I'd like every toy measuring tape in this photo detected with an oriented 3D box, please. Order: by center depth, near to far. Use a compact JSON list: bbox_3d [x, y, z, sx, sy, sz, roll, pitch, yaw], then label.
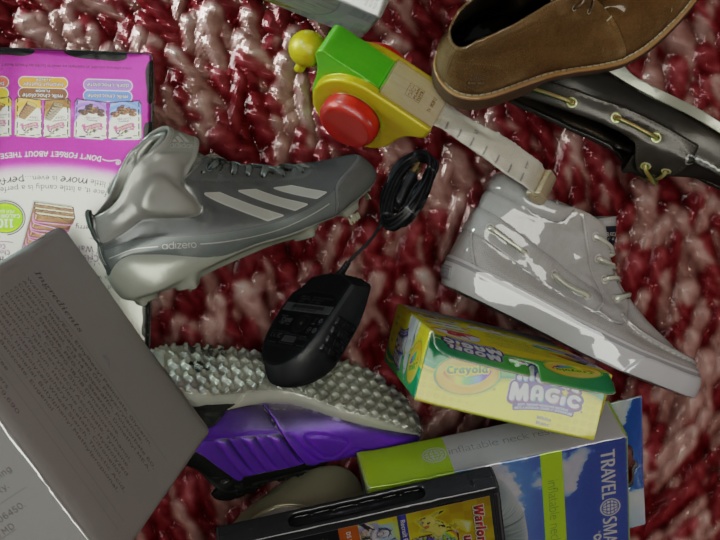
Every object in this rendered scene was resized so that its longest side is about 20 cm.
[{"bbox_3d":[0.035,-0.097,0.978,0.200,0.074,0.074,33,89,-5],"label":"toy measuring tape"}]

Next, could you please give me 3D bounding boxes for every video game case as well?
[{"bbox_3d":[0.011,0.229,0.965,0.180,0.026,0.200,-12,124,-4],"label":"video game case"}]

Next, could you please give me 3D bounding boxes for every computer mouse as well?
[{"bbox_3d":[0.000,0.000,0.973,0.034,0.059,0.200,48,66,-31],"label":"computer mouse"}]

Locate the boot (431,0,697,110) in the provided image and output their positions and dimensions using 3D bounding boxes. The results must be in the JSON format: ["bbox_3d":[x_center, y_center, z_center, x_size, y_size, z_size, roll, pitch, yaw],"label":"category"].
[{"bbox_3d":[0.141,-0.170,0.933,0.200,0.075,0.074,-26,70,-10],"label":"boot"}]

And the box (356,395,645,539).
[{"bbox_3d":[0.104,0.162,0.987,0.200,0.048,0.122,-11,121,-5],"label":"box"}]

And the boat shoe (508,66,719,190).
[{"bbox_3d":[0.192,-0.095,0.995,0.201,0.072,0.061,32,86,2],"label":"boat shoe"}]

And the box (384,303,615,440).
[{"bbox_3d":[0.085,0.063,0.926,0.117,0.200,0.048,13,91,-5],"label":"box"}]

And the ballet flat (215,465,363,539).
[{"bbox_3d":[-0.079,0.207,0.984,0.200,0.069,0.070,-37,95,-3],"label":"ballet flat"}]

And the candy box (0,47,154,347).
[{"bbox_3d":[-0.206,-0.045,0.964,0.136,0.061,0.200,2,92,-6],"label":"candy box"}]

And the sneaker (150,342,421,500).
[{"bbox_3d":[-0.061,0.112,0.986,0.200,0.070,0.100,10,115,-17],"label":"sneaker"}]

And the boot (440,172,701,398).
[{"bbox_3d":[0.161,0.008,0.994,0.200,0.074,0.096,26,89,-9],"label":"boot"}]

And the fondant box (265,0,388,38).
[{"bbox_3d":[-0.075,-0.216,0.926,0.200,0.144,0.058,22,92,-6],"label":"fondant box"}]

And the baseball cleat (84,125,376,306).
[{"bbox_3d":[-0.080,-0.055,0.936,0.200,0.070,0.107,-28,107,-28],"label":"baseball cleat"}]

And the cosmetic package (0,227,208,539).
[{"bbox_3d":[-0.218,0.103,0.833,0.165,0.200,0.165,-33,97,17],"label":"cosmetic package"}]
